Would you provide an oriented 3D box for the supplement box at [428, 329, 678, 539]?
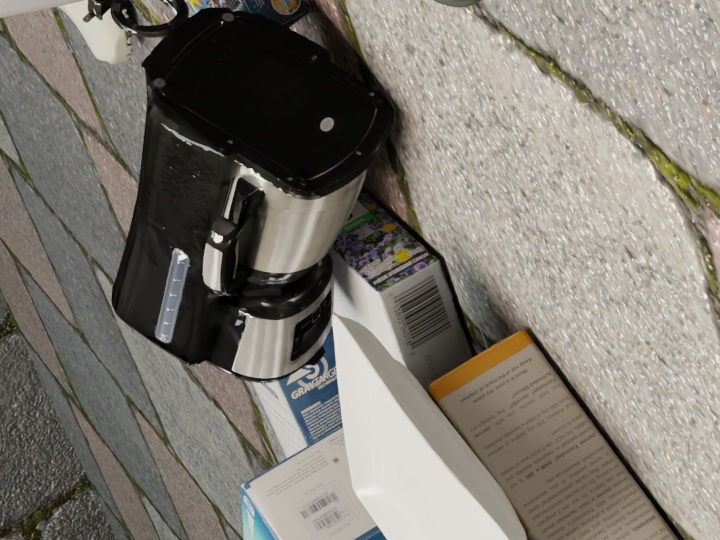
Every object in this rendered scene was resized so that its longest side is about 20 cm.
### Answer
[{"bbox_3d":[0.120,0.152,1.565,0.200,0.073,0.126,54,166,23],"label":"supplement box"}]

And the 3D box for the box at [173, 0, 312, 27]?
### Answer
[{"bbox_3d":[-0.099,-0.204,1.701,0.137,0.038,0.200,61,167,-4],"label":"box"}]

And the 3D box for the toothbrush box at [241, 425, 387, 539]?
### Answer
[{"bbox_3d":[-0.006,0.185,1.956,0.085,0.146,0.200,56,166,17],"label":"toothbrush box"}]

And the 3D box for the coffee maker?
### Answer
[{"bbox_3d":[-0.085,-0.055,1.630,0.192,0.134,0.200,52,146,26],"label":"coffee maker"}]

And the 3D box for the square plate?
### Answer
[{"bbox_3d":[0.049,0.144,1.583,0.200,0.028,0.198,52,160,33],"label":"square plate"}]

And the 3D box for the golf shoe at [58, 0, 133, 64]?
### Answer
[{"bbox_3d":[-0.252,-0.240,2.075,0.200,0.097,0.078,64,165,-21],"label":"golf shoe"}]

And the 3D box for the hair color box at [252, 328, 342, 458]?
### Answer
[{"bbox_3d":[-0.045,0.086,2.078,0.100,0.060,0.200,38,155,58],"label":"hair color box"}]

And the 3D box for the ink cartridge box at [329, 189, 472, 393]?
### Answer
[{"bbox_3d":[0.000,0.000,1.747,0.200,0.050,0.109,45,160,51],"label":"ink cartridge box"}]

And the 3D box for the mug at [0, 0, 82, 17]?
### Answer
[{"bbox_3d":[-0.284,-0.263,1.917,0.149,0.153,0.187,-8,106,46],"label":"mug"}]

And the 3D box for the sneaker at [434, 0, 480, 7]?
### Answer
[{"bbox_3d":[0.007,-0.209,1.257,0.200,0.060,0.104,65,166,4],"label":"sneaker"}]
